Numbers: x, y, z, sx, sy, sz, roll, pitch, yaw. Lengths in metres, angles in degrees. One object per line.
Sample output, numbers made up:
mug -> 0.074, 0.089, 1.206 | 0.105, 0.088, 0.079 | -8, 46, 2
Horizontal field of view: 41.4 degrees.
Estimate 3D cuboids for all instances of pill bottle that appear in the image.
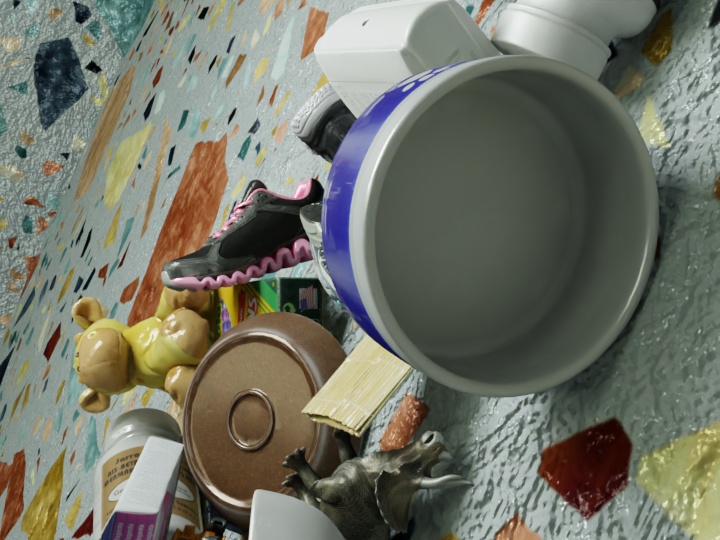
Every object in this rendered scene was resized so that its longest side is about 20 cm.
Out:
pill bottle -> 0.173, -0.235, 0.674 | 0.200, 0.111, 0.111 | -64, 27, 6
pill bottle -> -0.235, 0.248, 1.049 | 0.115, 0.114, 0.200 | -56, 28, 21

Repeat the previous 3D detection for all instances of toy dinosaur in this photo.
toy dinosaur -> -0.009, 0.184, 0.719 | 0.102, 0.077, 0.200 | 48, 132, 26

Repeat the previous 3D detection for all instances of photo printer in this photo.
photo printer -> 0.051, -0.140, 0.771 | 0.069, 0.166, 0.200 | -47, 24, -9

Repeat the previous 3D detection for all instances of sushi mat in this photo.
sushi mat -> 0.039, 0.042, 0.734 | 0.200, 0.012, 0.096 | -49, 20, -17

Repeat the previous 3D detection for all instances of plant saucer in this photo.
plant saucer -> -0.089, 0.135, 0.851 | 0.200, 0.034, 0.201 | -6, 78, 30

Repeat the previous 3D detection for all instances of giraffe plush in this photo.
giraffe plush -> -0.241, 0.088, 1.050 | 0.200, 0.162, 0.173 | 96, 172, -67

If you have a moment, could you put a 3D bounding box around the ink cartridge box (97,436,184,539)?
ink cartridge box -> -0.202, 0.274, 0.827 | 0.200, 0.043, 0.197 | -99, 22, -77

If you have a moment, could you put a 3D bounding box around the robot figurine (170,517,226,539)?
robot figurine -> -0.162, 0.316, 0.839 | 0.145, 0.058, 0.201 | -85, 10, -72

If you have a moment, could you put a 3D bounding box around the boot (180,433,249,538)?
boot -> -0.140, 0.209, 0.949 | 0.200, 0.075, 0.097 | -15, 54, 56

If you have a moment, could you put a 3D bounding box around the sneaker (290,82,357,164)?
sneaker -> 0.001, -0.116, 0.941 | 0.075, 0.114, 0.200 | -45, -5, 8

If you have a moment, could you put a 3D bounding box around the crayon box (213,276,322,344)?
crayon box -> -0.104, 0.076, 0.974 | 0.200, 0.051, 0.127 | -10, 81, 60

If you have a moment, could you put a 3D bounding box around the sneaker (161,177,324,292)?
sneaker -> -0.110, -0.038, 0.944 | 0.079, 0.200, 0.096 | -5, 103, 60

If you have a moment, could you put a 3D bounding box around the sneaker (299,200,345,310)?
sneaker -> 0.000, 0.000, 0.854 | 0.200, 0.077, 0.087 | -117, 15, -66

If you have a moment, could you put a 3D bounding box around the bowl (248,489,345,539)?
bowl -> -0.042, 0.272, 0.654 | 0.200, 0.074, 0.200 | 96, 173, -47

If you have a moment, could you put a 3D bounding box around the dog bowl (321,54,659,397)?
dog bowl -> 0.080, -0.028, 0.586 | 0.201, 0.200, 0.079 | -67, 24, 0
